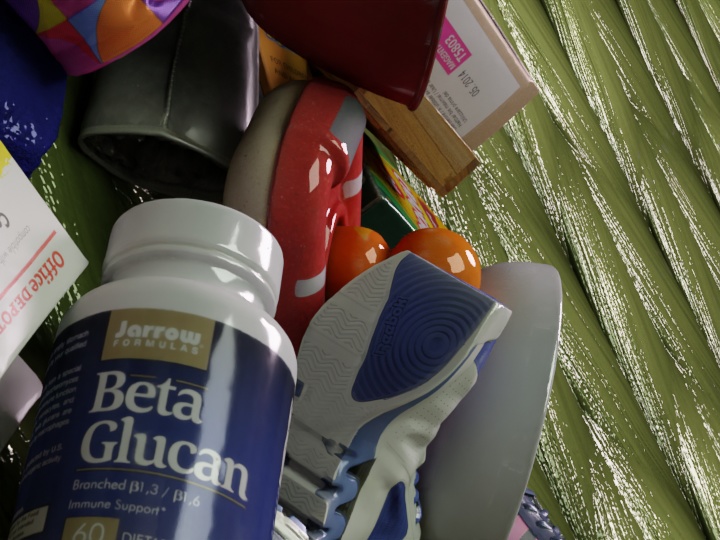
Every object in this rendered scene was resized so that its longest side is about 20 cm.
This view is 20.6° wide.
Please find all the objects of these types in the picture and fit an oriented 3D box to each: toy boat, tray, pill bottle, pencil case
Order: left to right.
[{"bbox_3d":[-0.163,-0.190,0.942,0.200,0.088,0.088,55,26,-21],"label":"pencil case"},{"bbox_3d":[-0.087,0.073,0.864,0.111,0.111,0.201,40,46,-40],"label":"pill bottle"},{"bbox_3d":[-0.005,-0.125,1.251,0.099,0.037,0.200,47,1,-35],"label":"tray"},{"bbox_3d":[0.000,0.000,1.063,0.131,0.130,0.200,-70,165,-53],"label":"toy boat"}]

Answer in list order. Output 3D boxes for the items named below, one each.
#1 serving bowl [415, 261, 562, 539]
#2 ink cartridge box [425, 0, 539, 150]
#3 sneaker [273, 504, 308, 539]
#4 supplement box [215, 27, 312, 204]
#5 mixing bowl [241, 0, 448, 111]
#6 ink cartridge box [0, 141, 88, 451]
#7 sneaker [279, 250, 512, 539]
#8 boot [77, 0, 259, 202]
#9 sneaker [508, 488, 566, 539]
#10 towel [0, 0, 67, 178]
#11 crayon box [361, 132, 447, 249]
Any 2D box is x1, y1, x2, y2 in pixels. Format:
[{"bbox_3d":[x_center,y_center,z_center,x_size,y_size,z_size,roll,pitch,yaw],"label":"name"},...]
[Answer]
[{"bbox_3d":[0.053,0.085,1.126,0.066,0.200,0.200,16,38,-6],"label":"serving bowl"},{"bbox_3d":[0.014,-0.187,1.298,0.165,0.075,0.200,49,1,35],"label":"ink cartridge box"},{"bbox_3d":[-0.045,0.189,0.922,0.200,0.077,0.085,59,29,-8],"label":"sneaker"},{"bbox_3d":[-0.072,-0.120,1.185,0.066,0.069,0.200,23,43,-58],"label":"supplement box"},{"bbox_3d":[-0.010,-0.191,1.056,0.200,0.108,0.201,-173,-90,-86],"label":"mixing bowl"},{"bbox_3d":[-0.191,-0.013,0.843,0.200,0.067,0.117,56,25,-15],"label":"ink cartridge box"},{"bbox_3d":[0.002,0.090,1.026,0.080,0.200,0.115,35,-2,27],"label":"sneaker"},{"bbox_3d":[-0.128,-0.149,1.102,0.181,0.073,0.201,17,66,-8],"label":"boot"},{"bbox_3d":[0.123,0.187,1.237,0.070,0.082,0.201,10,56,-60],"label":"sneaker"},{"bbox_3d":[-0.222,-0.145,0.946,0.200,0.049,0.148,41,35,-35],"label":"towel"},{"bbox_3d":[0.040,0.003,1.258,0.200,0.051,0.127,48,10,-31],"label":"crayon box"}]
